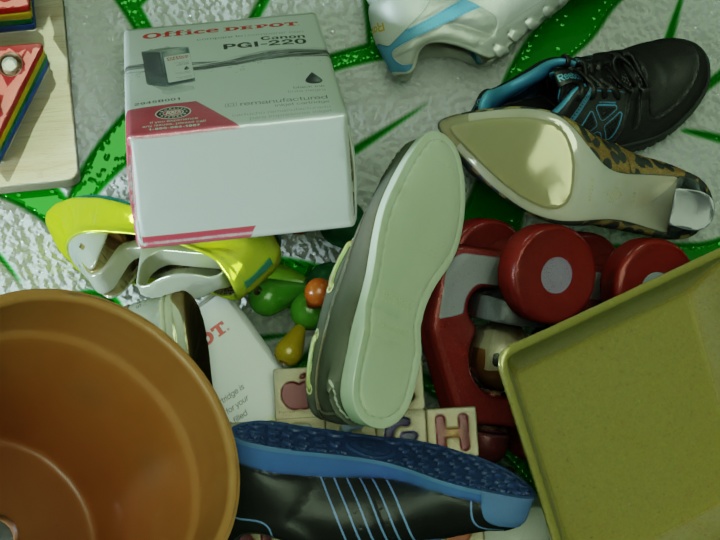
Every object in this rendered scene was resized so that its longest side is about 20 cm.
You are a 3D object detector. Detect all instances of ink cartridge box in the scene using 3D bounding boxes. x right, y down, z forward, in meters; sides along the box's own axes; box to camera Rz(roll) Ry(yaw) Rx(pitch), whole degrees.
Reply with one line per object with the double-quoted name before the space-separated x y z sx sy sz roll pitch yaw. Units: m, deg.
"ink cartridge box" -0.094 0.138 1.172 0.145 0.084 0.200 -35 83 -10
"ink cartridge box" -0.086 -0.101 1.162 0.145 0.200 0.085 -6 117 -5

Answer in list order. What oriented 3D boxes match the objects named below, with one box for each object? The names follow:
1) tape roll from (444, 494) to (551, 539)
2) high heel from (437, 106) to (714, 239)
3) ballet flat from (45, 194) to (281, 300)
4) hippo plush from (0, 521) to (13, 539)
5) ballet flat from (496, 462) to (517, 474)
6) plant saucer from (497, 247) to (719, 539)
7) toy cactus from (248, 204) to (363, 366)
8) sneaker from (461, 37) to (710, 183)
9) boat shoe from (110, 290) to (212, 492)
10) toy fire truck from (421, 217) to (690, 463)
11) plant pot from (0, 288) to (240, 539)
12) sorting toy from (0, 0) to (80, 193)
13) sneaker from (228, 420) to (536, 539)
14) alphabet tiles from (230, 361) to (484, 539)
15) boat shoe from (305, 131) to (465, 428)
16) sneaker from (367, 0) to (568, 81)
"tape roll" 0.109 0.251 1.153 0.202 0.037 0.203 -2 98 -12
"high heel" 0.153 -0.067 1.213 0.200 0.143 0.072 20 95 7
"ballet flat" -0.147 -0.010 1.167 0.200 0.067 0.067 5 49 29
"hippo plush" -0.205 0.197 1.110 0.160 0.200 0.160 11 99 -9
"ballet flat" 0.037 0.213 1.184 0.200 0.068 0.067 -34 102 -5
"plant saucer" 0.184 0.108 1.114 0.200 0.048 0.200 -23 101 -25
"toy cactus" 0.000 0.000 1.203 0.165 0.102 0.200 -5 53 -23
"sneaker" 0.168 -0.123 1.240 0.200 0.082 0.073 -24 67 -10
"boat shoe" -0.128 0.116 1.101 0.066 0.074 0.201 -8 77 8
"toy fire truck" 0.131 0.054 1.178 0.200 0.112 0.168 7 91 -26
"plant pot" -0.189 0.130 0.999 0.200 0.140 0.200 18 51 -25
"sorting toy" -0.312 -0.155 1.227 0.199 0.070 0.199 -6 79 -5
"sneaker" 0.008 0.150 1.086 0.199 0.070 0.078 10 104 -1
"alphabet tiles" -0.003 0.160 1.115 0.166 0.006 0.201 -4 80 4
"boat shoe" 0.014 0.004 1.106 0.072 0.060 0.202 29 69 -37
"sneaker" 0.105 -0.197 1.266 0.199 0.077 0.081 -14 88 0
